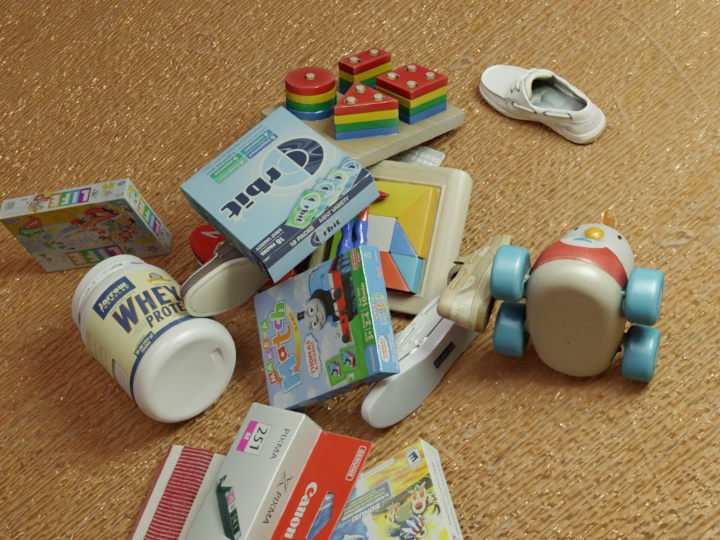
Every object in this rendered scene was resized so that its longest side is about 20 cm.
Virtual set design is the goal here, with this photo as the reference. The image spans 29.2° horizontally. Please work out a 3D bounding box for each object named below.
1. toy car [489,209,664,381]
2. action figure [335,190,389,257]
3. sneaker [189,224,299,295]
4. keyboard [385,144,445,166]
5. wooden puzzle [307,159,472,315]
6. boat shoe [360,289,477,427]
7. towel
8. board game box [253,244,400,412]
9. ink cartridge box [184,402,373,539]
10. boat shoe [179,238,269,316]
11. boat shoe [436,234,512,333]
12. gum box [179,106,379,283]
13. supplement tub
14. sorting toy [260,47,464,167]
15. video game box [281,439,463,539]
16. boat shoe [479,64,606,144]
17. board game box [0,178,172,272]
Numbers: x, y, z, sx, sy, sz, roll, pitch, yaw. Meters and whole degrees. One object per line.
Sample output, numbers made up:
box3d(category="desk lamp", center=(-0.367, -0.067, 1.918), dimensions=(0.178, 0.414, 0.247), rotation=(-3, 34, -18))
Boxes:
box3d(category="toy car", center=(0.260, -0.002, 1.572), dimensions=(0.182, 0.178, 0.201), rotation=(9, 48, 17))
box3d(category="action figure", center=(0.000, 0.000, 1.689), dimensions=(0.098, 0.065, 0.202), rotation=(20, 92, 42))
box3d(category="sneaker", center=(-0.154, -0.024, 1.816), dimensions=(0.199, 0.085, 0.077), rotation=(26, 69, 35))
box3d(category="keyboard", center=(0.025, -0.164, 1.880), dimensions=(0.199, 0.011, 0.057), rotation=(26, 71, 36))
box3d(category="wooden puzzle", center=(0.031, -0.046, 1.737), dimensions=(0.198, 0.037, 0.188), rotation=(10, 86, 28))
box3d(category="boat shoe", center=(0.064, 0.103, 1.647), dimensions=(0.200, 0.074, 0.065), rotation=(-42, 46, -21))
box3d(category="towel", center=(-0.174, 0.291, 1.649), dimensions=(0.198, 0.023, 0.145), rotation=(9, 64, 31))
box3d(category="board game box", center=(-0.044, 0.074, 1.644), dimensions=(0.199, 0.036, 0.153), rotation=(-25, 69, 43))
box3d(category="ink cartridge box", center=(-0.097, 0.259, 1.570), dimensions=(0.172, 0.044, 0.202), rotation=(6, 62, 44))
box3d(category="boat shoe", center=(-0.145, -0.014, 1.713), dimensions=(0.199, 0.072, 0.059), rotation=(-34, 52, -22))
box3d(category="boat shoe", center=(0.135, 0.005, 1.621), dimensions=(0.064, 0.072, 0.200), rotation=(13, 24, 10))
box3d(category="gum box", center=(-0.101, -0.097, 1.689), dimensions=(0.169, 0.045, 0.200), rotation=(-40, 47, -13))
box3d(category="supplement tub", center=(-0.266, 0.082, 1.753), dimensions=(0.145, 0.145, 0.200), rotation=(-44, 51, -9))
box3d(category="sorting toy", center=(0.001, -0.226, 1.830), dimensions=(0.198, 0.070, 0.199), rotation=(-26, 39, -33))
box3d(category="video game box", center=(0.016, 0.310, 1.511), dimensions=(0.199, 0.047, 0.184), rotation=(-31, 51, 17))
box3d(category="boat shoe", center=(0.231, -0.233, 1.796), dimensions=(0.199, 0.069, 0.071), rotation=(28, 73, 37))
box3d(category="board game box", center=(-0.378, -0.060, 1.910), dimensions=(0.197, 0.135, 0.035), rotation=(-8, 54, 19))
